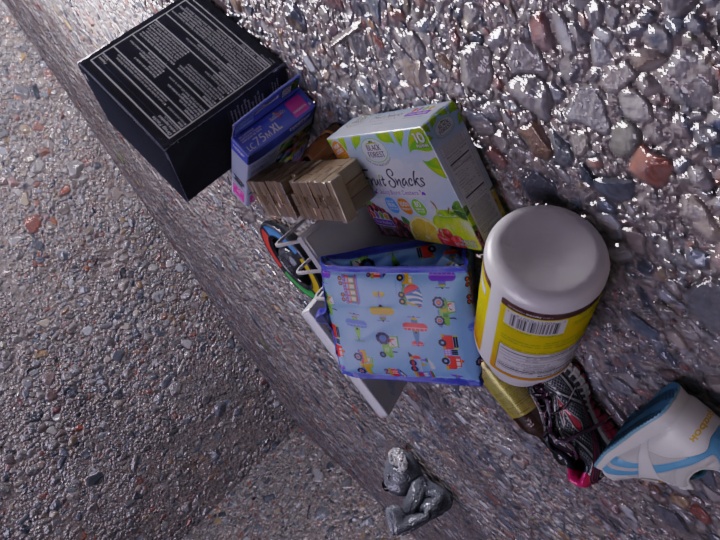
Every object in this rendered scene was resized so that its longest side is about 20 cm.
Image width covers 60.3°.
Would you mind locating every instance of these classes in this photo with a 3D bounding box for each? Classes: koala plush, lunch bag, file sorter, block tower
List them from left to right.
[{"bbox_3d":[-0.065,-0.100,0.766,0.198,0.058,0.055,13,136,53],"label":"block tower"},{"bbox_3d":[0.000,0.000,0.851,0.201,0.139,0.124,55,155,-15],"label":"file sorter"},{"bbox_3d":[0.040,0.053,0.732,0.196,0.094,0.153,-5,114,14],"label":"lunch bag"},{"bbox_3d":[0.131,0.573,1.656,0.202,0.181,0.178,63,-179,26],"label":"koala plush"}]

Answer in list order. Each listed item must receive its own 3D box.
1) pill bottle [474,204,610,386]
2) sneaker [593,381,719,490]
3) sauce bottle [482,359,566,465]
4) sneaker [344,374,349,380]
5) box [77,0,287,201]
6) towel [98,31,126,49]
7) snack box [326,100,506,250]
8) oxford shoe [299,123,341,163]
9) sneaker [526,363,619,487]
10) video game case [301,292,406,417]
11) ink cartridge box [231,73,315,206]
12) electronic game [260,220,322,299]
[{"bbox_3d":[0.168,0.038,0.608,0.109,0.109,0.201,39,158,26],"label":"pill bottle"},{"bbox_3d":[0.304,0.188,0.638,0.080,0.076,0.201,40,160,19],"label":"sneaker"},{"bbox_3d":[0.214,0.166,0.810,0.201,0.064,0.065,52,161,-2],"label":"sauce bottle"},{"bbox_3d":[0.033,0.202,1.236,0.075,0.090,0.200,52,161,-8],"label":"sneaker"},{"bbox_3d":[-0.233,-0.241,0.848,0.200,0.198,0.124,43,160,19],"label":"box"},{"bbox_3d":[-0.420,-0.370,1.197,0.199,0.085,0.167,21,147,54],"label":"towel"},{"bbox_3d":[0.057,-0.102,0.682,0.199,0.053,0.144,14,138,60],"label":"snack box"},{"bbox_3d":[-0.067,-0.137,0.870,0.071,0.071,0.200,47,162,1],"label":"oxford shoe"},{"bbox_3d":[0.240,0.168,0.742,0.201,0.074,0.080,52,161,-5],"label":"sneaker"},{"bbox_3d":[0.016,0.091,0.961,0.024,0.182,0.201,-27,105,38],"label":"video game case"},{"bbox_3d":[-0.122,-0.171,0.849,0.042,0.119,0.200,46,160,7],"label":"ink cartridge box"},{"bbox_3d":[-0.141,-0.020,1.289,0.200,0.041,0.201,43,160,19],"label":"electronic game"}]
